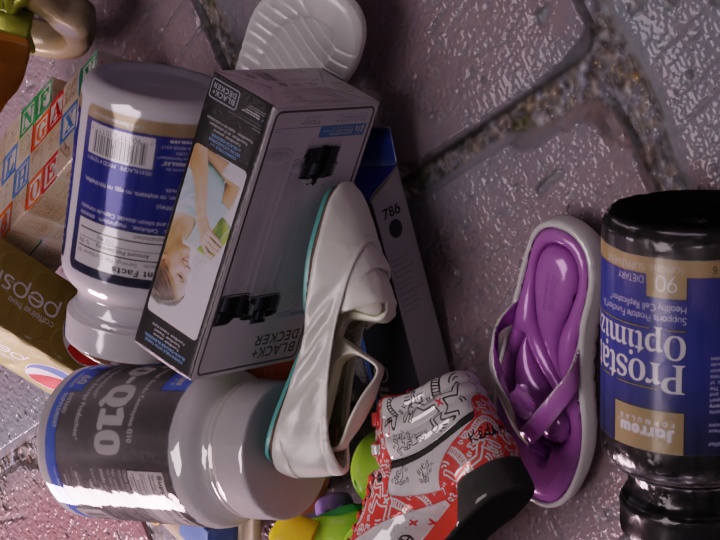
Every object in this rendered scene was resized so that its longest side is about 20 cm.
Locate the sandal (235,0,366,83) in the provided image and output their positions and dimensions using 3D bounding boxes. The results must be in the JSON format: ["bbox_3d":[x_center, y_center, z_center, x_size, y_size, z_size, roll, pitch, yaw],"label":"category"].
[{"bbox_3d":[-0.045,-0.152,1.472,0.082,0.050,0.203,44,146,0],"label":"sandal"}]

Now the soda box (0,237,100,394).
[{"bbox_3d":[-0.261,0.042,1.660,0.064,0.199,0.068,-18,46,48],"label":"soda box"}]

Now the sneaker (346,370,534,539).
[{"bbox_3d":[0.028,0.152,1.389,0.201,0.067,0.108,-45,55,33],"label":"sneaker"}]

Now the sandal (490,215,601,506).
[{"bbox_3d":[0.114,0.062,1.361,0.082,0.050,0.204,22,118,41],"label":"sandal"}]

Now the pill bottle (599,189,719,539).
[{"bbox_3d":[0.198,0.060,1.237,0.111,0.111,0.202,13,111,43],"label":"pill bottle"}]

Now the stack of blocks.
[{"bbox_3d":[-0.230,-0.092,1.646,0.200,0.058,0.116,-40,41,45],"label":"stack of blocks"}]

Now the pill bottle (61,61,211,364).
[{"bbox_3d":[-0.157,-0.041,1.503,0.115,0.115,0.202,26,114,39],"label":"pill bottle"}]

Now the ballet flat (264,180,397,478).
[{"bbox_3d":[-0.009,0.044,1.386,0.069,0.069,0.202,13,89,44],"label":"ballet flat"}]

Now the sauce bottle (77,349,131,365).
[{"bbox_3d":[-0.160,-0.022,1.603,0.065,0.064,0.201,37,109,33],"label":"sauce bottle"}]

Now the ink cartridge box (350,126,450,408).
[{"bbox_3d":[0.000,0.000,1.464,0.099,0.039,0.202,0,109,47],"label":"ink cartridge box"}]

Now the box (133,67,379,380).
[{"bbox_3d":[-0.070,-0.032,1.399,0.060,0.116,0.201,31,112,31],"label":"box"}]

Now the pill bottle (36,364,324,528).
[{"bbox_3d":[-0.126,0.125,1.476,0.199,0.113,0.115,-2,101,39],"label":"pill bottle"}]

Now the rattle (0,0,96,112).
[{"bbox_3d":[-0.290,-0.161,1.633,0.199,0.129,0.144,-12,71,58],"label":"rattle"}]

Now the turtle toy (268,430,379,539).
[{"bbox_3d":[0.008,0.206,1.487,0.145,0.101,0.201,20,121,7],"label":"turtle toy"}]

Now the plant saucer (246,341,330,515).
[{"bbox_3d":[-0.069,0.086,1.556,0.200,0.032,0.202,41,139,51],"label":"plant saucer"}]

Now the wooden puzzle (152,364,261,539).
[{"bbox_3d":[-0.131,0.154,1.624,0.185,0.046,0.202,31,129,55],"label":"wooden puzzle"}]
